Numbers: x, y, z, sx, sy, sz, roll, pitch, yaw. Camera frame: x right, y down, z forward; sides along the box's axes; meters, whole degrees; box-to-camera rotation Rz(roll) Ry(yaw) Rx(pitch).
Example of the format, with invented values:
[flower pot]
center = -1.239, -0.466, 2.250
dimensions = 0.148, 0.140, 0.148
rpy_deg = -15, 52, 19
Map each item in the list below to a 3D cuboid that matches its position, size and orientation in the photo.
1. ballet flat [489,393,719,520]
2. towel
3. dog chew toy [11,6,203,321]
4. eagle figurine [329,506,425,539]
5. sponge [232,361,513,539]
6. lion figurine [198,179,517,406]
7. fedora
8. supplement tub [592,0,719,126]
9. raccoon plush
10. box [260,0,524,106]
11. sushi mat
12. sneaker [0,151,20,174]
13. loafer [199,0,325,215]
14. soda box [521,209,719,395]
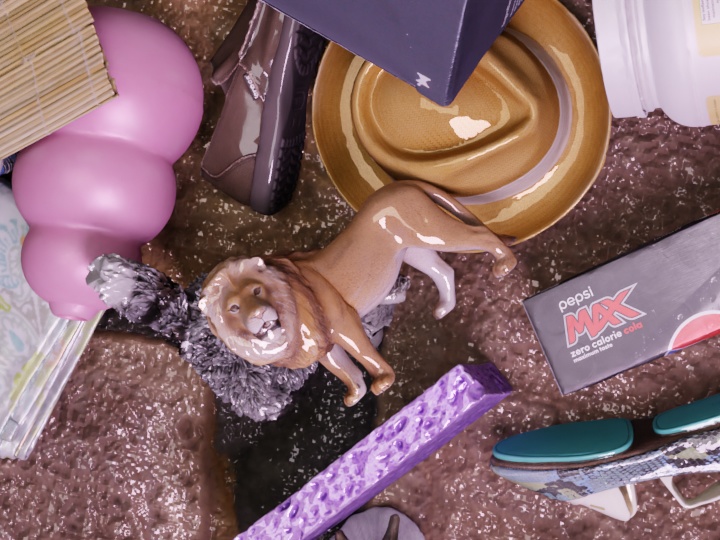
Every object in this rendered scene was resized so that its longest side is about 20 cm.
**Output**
[ballet flat]
center = 0.183, 0.124, 1.155
dimensions = 0.199, 0.074, 0.074
rpy_deg = -13, 88, 17
[towel]
center = -0.278, 0.016, 1.274
dimensions = 0.200, 0.048, 0.171
rpy_deg = 31, 95, 11
[dog chew toy]
center = -0.172, -0.067, 1.193
dimensions = 0.124, 0.125, 0.201
rpy_deg = 7, 79, 13
[eagle figurine]
center = 0.009, 0.269, 1.184
dimensions = 0.152, 0.151, 0.200
rpy_deg = 28, 137, 50
[sponge]
center = 0.006, 0.127, 1.172
dimensions = 0.200, 0.112, 0.030
rpy_deg = -39, 81, 11
[lion figurine]
center = 0.000, 0.000, 1.123
dimensions = 0.200, 0.072, 0.123
rpy_deg = -43, 98, -26
[fedora]
center = 0.059, -0.104, 1.168
dimensions = 0.200, 0.082, 0.201
rpy_deg = 0, 92, 13
[supplement tub]
center = 0.244, -0.164, 1.091
dimensions = 0.199, 0.145, 0.146
rpy_deg = -6, 90, 14
[raccoon plush]
center = -0.058, 0.015, 1.157
dimensions = 0.134, 0.200, 0.097
rpy_deg = -43, 55, 12
[box]
center = 0.025, -0.241, 1.111
dimensions = 0.196, 0.118, 0.200
rpy_deg = 30, 62, 11
[sushi mat]
center = -0.244, -0.113, 1.165
dimensions = 0.200, 0.012, 0.096
rpy_deg = -25, 75, 25
[sneaker]
center = -0.290, -0.135, 1.261
dimensions = 0.200, 0.085, 0.077
rpy_deg = 52, 140, 19
[loafer]
center = -0.068, -0.140, 1.203
dimensions = 0.071, 0.073, 0.201
rpy_deg = 12, 93, 13
[soda box]
center = 0.207, 0.009, 1.146
dimensions = 0.200, 0.063, 0.071
rpy_deg = -25, 85, 13
